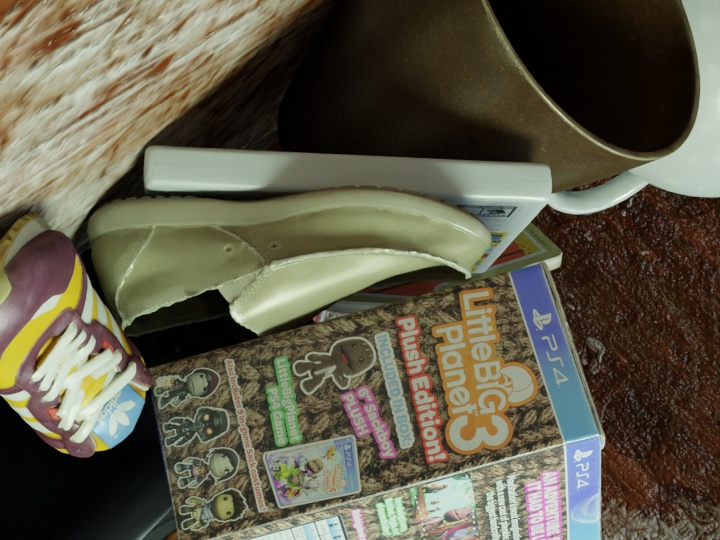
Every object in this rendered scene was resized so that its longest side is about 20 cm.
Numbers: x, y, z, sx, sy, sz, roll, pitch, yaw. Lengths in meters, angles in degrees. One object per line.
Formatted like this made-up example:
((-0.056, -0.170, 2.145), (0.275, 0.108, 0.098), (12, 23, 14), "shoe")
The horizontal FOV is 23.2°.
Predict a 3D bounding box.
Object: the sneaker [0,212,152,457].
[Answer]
((-0.131, 0.036, 0.774), (0.075, 0.090, 0.200), (-46, 178, -6), "sneaker")

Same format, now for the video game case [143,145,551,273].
((-0.015, -0.029, 0.930), (0.182, 0.199, 0.023), (119, -28, -77), "video game case")

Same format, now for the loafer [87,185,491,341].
((-0.035, 0.001, 0.849), (0.076, 0.199, 0.069), (45, 45, -74), "loafer")

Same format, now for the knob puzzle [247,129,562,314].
((-0.004, -0.039, 1.072), (0.220, 0.219, 0.031), (-45, 151, -46), "knob puzzle")

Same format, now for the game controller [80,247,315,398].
((-0.072, 0.042, 0.958), (0.042, 0.104, 0.200), (-49, 145, 13), "game controller")

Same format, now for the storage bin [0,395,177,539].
((-0.170, 0.110, 0.971), (0.134, 0.146, 0.200), (-33, -171, 48), "storage bin")

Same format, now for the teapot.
((0.190, -0.131, 1.105), (0.145, 0.201, 0.197), (-10, -170, -18), "teapot")

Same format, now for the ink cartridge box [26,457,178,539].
((-0.125, 0.175, 1.042), (0.144, 0.084, 0.200), (-29, -153, -21), "ink cartridge box")

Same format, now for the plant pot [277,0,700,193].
((0.052, -0.106, 0.972), (0.200, 0.187, 0.187), (-29, -170, 39), "plant pot")

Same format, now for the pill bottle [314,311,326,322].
((-0.079, 0.015, 1.179), (0.113, 0.113, 0.200), (-47, 178, 1), "pill bottle")

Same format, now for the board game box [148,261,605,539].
((0.013, 0.099, 0.869), (0.199, 0.097, 0.160), (-14, 149, -1), "board game box")
